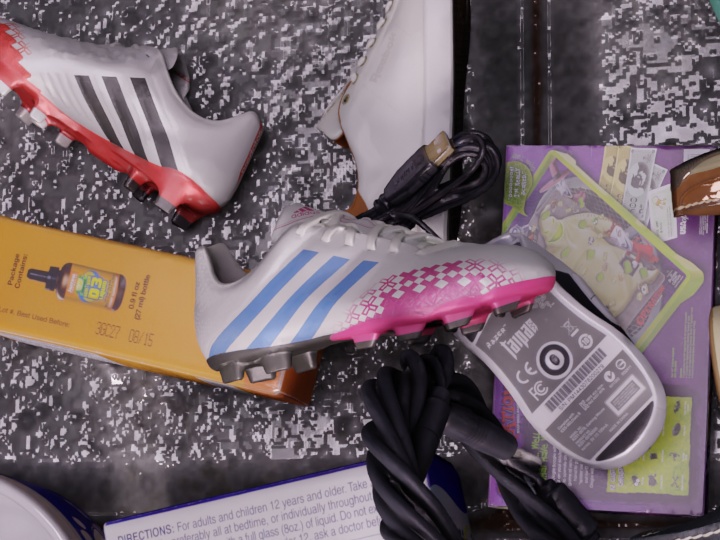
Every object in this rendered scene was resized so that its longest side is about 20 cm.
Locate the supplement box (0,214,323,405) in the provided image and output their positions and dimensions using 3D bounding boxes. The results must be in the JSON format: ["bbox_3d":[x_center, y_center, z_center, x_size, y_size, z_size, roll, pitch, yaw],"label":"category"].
[{"bbox_3d":[-0.121,0.023,1.181,0.199,0.069,0.067,13,83,15],"label":"supplement box"}]

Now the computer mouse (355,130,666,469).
[{"bbox_3d":[0.084,0.022,1.103,0.200,0.044,0.110,47,108,10],"label":"computer mouse"}]

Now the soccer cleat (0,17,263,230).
[{"bbox_3d":[-0.147,-0.106,1.213,0.199,0.069,0.085,35,82,15],"label":"soccer cleat"}]

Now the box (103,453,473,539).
[{"bbox_3d":[-0.022,0.213,1.101,0.183,0.105,0.202,-14,78,13],"label":"box"}]

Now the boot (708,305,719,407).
[{"bbox_3d":[0.272,0.091,1.055,0.155,0.073,0.201,-22,80,15],"label":"boot"}]

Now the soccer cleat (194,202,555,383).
[{"bbox_3d":[0.000,0.000,1.072,0.199,0.070,0.087,-14,84,20],"label":"soccer cleat"}]

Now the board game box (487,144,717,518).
[{"bbox_3d":[0.133,0.032,1.130,0.119,0.032,0.202,2,81,12],"label":"board game box"}]

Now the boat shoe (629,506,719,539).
[{"bbox_3d":[0.221,0.111,0.999,0.198,0.076,0.061,-12,90,7],"label":"boat shoe"}]

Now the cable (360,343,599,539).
[{"bbox_3d":[0.060,0.109,1.019,0.051,0.200,0.164,-32,80,20],"label":"cable"}]

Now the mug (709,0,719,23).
[{"bbox_3d":[0.265,-0.175,1.065,0.184,0.152,0.115,-16,80,11],"label":"mug"}]

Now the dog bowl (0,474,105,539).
[{"bbox_3d":[-0.226,0.213,1.170,0.198,0.079,0.202,-3,79,15],"label":"dog bowl"}]

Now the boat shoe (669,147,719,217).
[{"bbox_3d":[0.262,-0.041,1.077,0.198,0.076,0.074,-8,88,5],"label":"boat shoe"}]

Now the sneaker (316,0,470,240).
[{"bbox_3d":[0.017,-0.111,1.162,0.084,0.073,0.202,3,83,13],"label":"sneaker"}]
